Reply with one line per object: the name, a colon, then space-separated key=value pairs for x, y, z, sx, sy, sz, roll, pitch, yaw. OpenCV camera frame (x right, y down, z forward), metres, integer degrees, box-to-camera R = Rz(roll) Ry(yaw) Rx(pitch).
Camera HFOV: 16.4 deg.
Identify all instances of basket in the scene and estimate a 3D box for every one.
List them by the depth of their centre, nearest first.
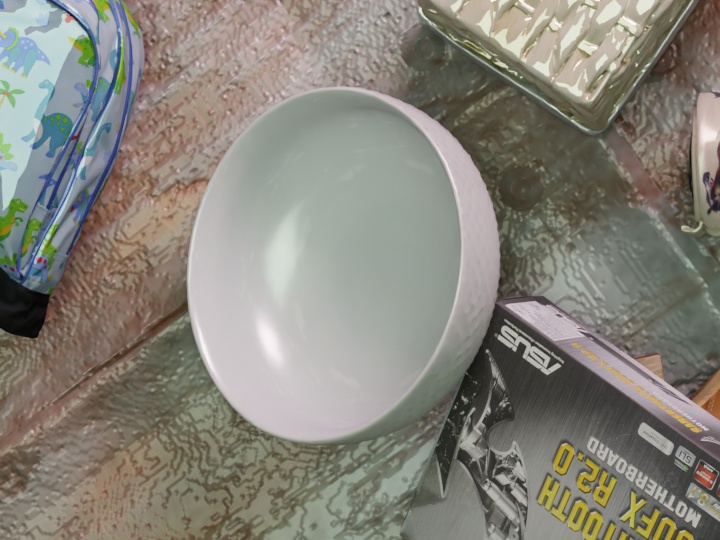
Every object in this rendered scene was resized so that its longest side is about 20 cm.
basket: x=0.132 y=-0.191 z=1.390 sx=0.135 sy=0.123 sz=0.201 roll=34 pitch=95 yaw=5

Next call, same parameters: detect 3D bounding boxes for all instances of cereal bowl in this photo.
cereal bowl: x=0.000 y=0.000 z=1.412 sx=0.199 sy=0.083 sz=0.202 roll=-5 pitch=82 yaw=36

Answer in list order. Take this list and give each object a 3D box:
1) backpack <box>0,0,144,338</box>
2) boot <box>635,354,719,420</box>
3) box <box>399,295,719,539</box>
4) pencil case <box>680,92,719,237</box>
backpack: x=-0.208 y=-0.090 z=1.433 sx=0.163 sy=0.154 sz=0.201 roll=33 pitch=82 yaw=11
boot: x=0.229 y=0.114 z=1.408 sx=0.199 sy=0.074 sz=0.156 roll=-12 pitch=89 yaw=18
box: x=0.128 y=0.131 z=1.371 sx=0.200 sy=0.048 sz=0.159 roll=37 pitch=115 yaw=33
pencil case: x=0.278 y=-0.060 z=1.400 sx=0.198 sy=0.078 sz=0.090 roll=-2 pitch=71 yaw=6
